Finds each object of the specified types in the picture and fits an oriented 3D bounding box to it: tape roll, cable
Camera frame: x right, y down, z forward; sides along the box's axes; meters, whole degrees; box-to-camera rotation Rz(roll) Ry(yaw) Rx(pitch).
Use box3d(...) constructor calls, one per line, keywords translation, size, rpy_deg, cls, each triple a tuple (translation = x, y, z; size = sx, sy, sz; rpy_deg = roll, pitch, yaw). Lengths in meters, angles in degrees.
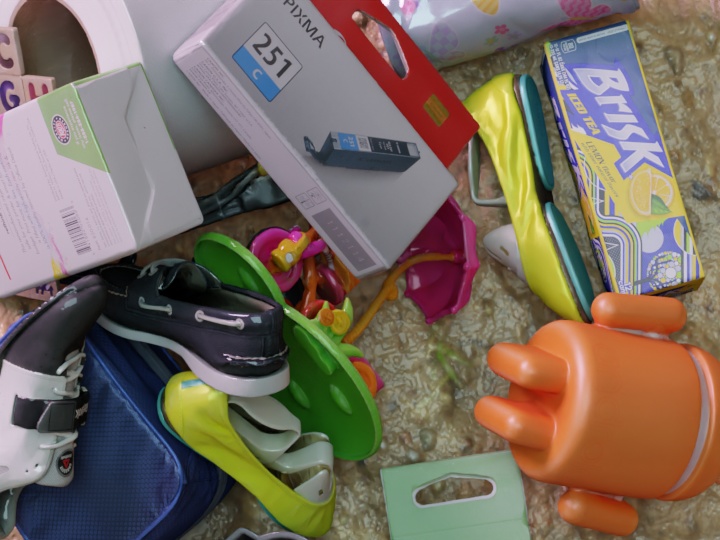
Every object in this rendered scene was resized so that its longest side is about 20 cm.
box3d(translation=(-0.163, -0.158, 1.451), size=(0.139, 0.203, 0.203), rpy_deg=(-23, 77, -40), cls="tape roll")
box3d(translation=(-0.093, -0.064, 1.497), size=(0.199, 0.097, 0.051), rpy_deg=(-18, 92, -6), cls="cable")

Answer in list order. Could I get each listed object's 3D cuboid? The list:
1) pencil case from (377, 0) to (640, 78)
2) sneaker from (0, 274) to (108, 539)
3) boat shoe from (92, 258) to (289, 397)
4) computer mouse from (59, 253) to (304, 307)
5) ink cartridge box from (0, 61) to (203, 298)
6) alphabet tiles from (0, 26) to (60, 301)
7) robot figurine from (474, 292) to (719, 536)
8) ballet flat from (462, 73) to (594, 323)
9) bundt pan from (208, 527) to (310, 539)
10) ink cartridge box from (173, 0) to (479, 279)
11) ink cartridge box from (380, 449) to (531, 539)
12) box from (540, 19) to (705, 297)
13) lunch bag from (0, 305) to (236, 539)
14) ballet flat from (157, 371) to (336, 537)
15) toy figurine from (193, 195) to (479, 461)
box3d(translation=(0.106, -0.202, 1.507), size=(0.199, 0.091, 0.084), rpy_deg=(-17, 73, 12), cls="pencil case")
box3d(translation=(-0.209, 0.094, 1.363), size=(0.088, 0.074, 0.200), rpy_deg=(42, 113, 13), cls="sneaker")
box3d(translation=(-0.116, 0.022, 1.390), size=(0.199, 0.075, 0.061), rpy_deg=(22, 118, 39), cls="boat shoe")
box3d(translation=(-0.137, 0.007, 1.512), size=(0.198, 0.034, 0.059), rpy_deg=(12, 81, -8), cls="computer mouse")
box3d(translation=(-0.209, -0.054, 1.383), size=(0.067, 0.199, 0.118), rpy_deg=(-27, 98, -46), cls="ink cartridge box")
box3d(translation=(-0.262, -0.077, 1.479), size=(0.166, 0.006, 0.202), rpy_deg=(10, 113, 43), cls="alphabet tiles")
box3d(translation=(0.181, 0.101, 1.440), size=(0.199, 0.117, 0.145), rpy_deg=(11, 57, -23), cls="robot figurine")
box3d(translation=(0.118, -0.046, 1.508), size=(0.067, 0.067, 0.201), rpy_deg=(-18, 75, 16), cls="ballet flat")
box3d(translation=(-0.063, 0.280, 1.443), size=(0.200, 0.076, 0.204), rpy_deg=(-1, 86, 12), cls="bundt pan")
box3d(translation=(-0.007, -0.125, 1.404), size=(0.200, 0.045, 0.176), rpy_deg=(50, 55, -15), cls="ink cartridge box")
box3d(translation=(0.076, 0.236, 1.465), size=(0.103, 0.059, 0.202), rpy_deg=(-8, 80, 1), cls="ink cartridge box")
box3d(translation=(0.191, -0.076, 1.513), size=(0.070, 0.064, 0.201), rpy_deg=(-15, 79, -1), cls="box")
box3d(translation=(-0.192, 0.113, 1.462), size=(0.136, 0.132, 0.200), rpy_deg=(-41, 79, 14), cls="lunch bag")
box3d(translation=(-0.059, 0.126, 1.426), size=(0.067, 0.200, 0.067), rpy_deg=(-23, 46, 25), cls="ballet flat")
box3d(translation=(0.000, 0.000, 1.464), size=(0.184, 0.150, 0.201), rpy_deg=(-44, 115, -27), cls="toy figurine")
